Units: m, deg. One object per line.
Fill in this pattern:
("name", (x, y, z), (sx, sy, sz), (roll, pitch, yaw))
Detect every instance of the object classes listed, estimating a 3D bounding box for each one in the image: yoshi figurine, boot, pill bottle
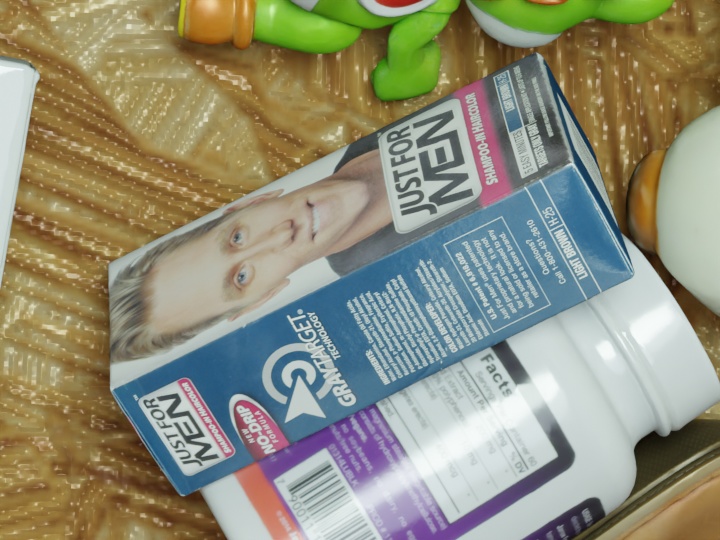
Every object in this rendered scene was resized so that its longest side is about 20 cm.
("yoshi figurine", (0.029, -0.131, 1.157), (0.199, 0.113, 0.112), (4, 61, 5))
("boot", (0.187, 0.125, 1.206), (0.200, 0.077, 0.156), (-31, 103, -10))
("pill bottle", (0.041, 0.070, 1.155), (0.200, 0.111, 0.112), (-31, 99, -3))

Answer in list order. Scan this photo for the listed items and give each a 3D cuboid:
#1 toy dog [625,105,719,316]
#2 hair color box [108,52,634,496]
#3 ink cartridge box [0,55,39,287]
("toy dog", (0.195, -0.066, 1.121), (0.139, 0.194, 0.201), (30, 95, 27))
("hair color box", (0.000, 0.000, 1.123), (0.199, 0.100, 0.061), (-27, 118, 9))
("ink cartridge box", (-0.215, 0.004, 1.130), (0.144, 0.084, 0.201), (10, 94, -8))
